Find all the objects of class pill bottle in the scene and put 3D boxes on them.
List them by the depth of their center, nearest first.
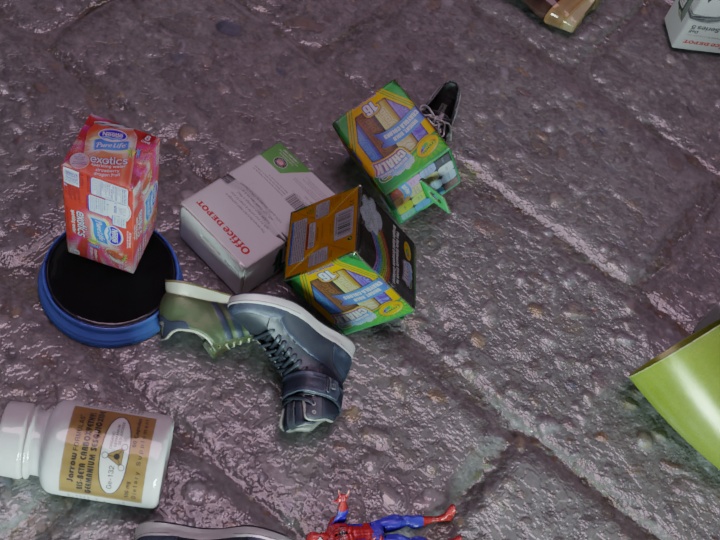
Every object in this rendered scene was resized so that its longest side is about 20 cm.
[{"bbox_3d":[-0.334,0.218,1.283,0.198,0.115,0.115,10,54,-6],"label":"pill bottle"}]

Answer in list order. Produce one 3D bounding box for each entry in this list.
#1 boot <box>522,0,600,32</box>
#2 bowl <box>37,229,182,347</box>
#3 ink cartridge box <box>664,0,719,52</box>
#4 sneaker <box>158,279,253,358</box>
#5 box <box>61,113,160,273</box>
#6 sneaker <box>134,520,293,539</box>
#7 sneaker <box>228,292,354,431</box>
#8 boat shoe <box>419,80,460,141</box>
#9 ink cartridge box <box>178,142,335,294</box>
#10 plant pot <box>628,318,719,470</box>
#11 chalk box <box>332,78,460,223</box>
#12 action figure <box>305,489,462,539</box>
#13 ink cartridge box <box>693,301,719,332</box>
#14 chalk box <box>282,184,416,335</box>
[{"bbox_3d":[0.380,-0.552,2.012,0.166,0.073,0.200,36,59,10],"label":"boot"},{"bbox_3d":[-0.347,0.011,1.469,0.198,0.040,0.202,6,55,-9],"label":"bowl"},{"bbox_3d":[0.680,-0.505,1.967,0.144,0.201,0.085,5,57,-10],"label":"ink cartridge box"},{"bbox_3d":[-0.185,0.079,1.453,0.198,0.067,0.091,17,82,-20],"label":"sneaker"},{"bbox_3d":[-0.329,-0.098,1.400,0.099,0.201,0.096,19,55,0],"label":"box"},{"bbox_3d":[-0.173,0.374,1.229,0.200,0.077,0.147,2,44,-1],"label":"sneaker"},{"bbox_3d":[-0.098,0.126,1.383,0.201,0.077,0.147,31,55,-28],"label":"sneaker"},{"bbox_3d":[0.120,-0.236,1.734,0.073,0.068,0.200,29,55,7],"label":"boat shoe"},{"bbox_3d":[-0.148,-0.076,1.549,0.199,0.085,0.146,-35,70,-31],"label":"ink cartridge box"},{"bbox_3d":[0.512,0.187,1.490,0.186,0.187,0.201,-26,80,-28],"label":"plant pot"},{"bbox_3d":[0.068,-0.164,1.616,0.123,0.125,0.201,-34,65,0],"label":"chalk box"},{"bbox_3d":[0.032,0.318,1.318,0.198,0.099,0.066,-3,55,-13],"label":"action figure"},{"bbox_3d":[0.622,0.136,1.591,0.143,0.085,0.201,-11,59,-21],"label":"ink cartridge box"},{"bbox_3d":[0.000,0.000,1.487,0.123,0.200,0.126,-19,47,26],"label":"chalk box"}]
